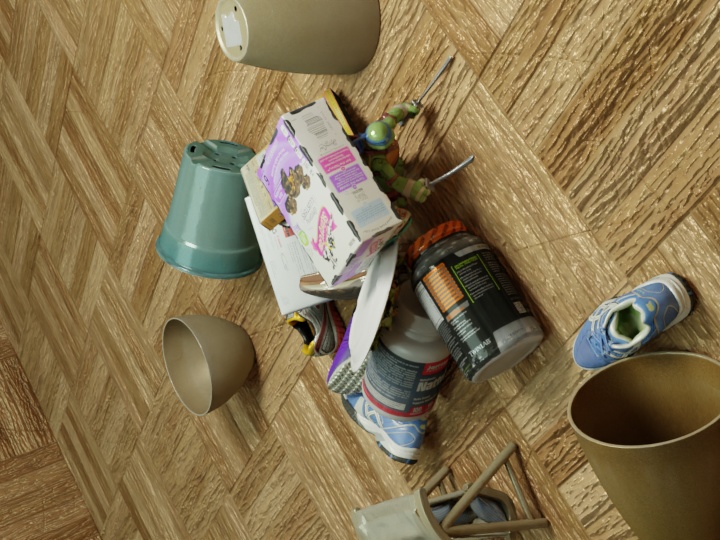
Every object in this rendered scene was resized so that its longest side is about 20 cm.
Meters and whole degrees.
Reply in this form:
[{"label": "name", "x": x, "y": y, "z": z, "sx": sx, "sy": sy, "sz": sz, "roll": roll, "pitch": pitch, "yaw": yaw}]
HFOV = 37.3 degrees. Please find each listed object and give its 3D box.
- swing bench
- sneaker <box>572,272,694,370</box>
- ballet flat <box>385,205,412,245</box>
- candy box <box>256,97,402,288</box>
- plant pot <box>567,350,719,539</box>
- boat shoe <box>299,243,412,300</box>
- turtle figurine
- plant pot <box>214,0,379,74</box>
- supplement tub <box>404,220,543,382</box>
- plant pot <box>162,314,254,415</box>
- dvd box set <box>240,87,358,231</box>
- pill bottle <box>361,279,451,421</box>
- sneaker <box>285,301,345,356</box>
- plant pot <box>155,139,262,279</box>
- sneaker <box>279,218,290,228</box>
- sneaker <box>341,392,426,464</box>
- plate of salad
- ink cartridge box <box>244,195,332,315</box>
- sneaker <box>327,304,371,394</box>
[{"label": "swing bench", "x": 0.125, "y": 0.361, "z": 1.561, "sx": 0.199, "sy": 0.199, "sz": 0.131, "roll": -34, "pitch": 77, "yaw": 56}, {"label": "sneaker", "x": 0.307, "y": 0.066, "z": 1.276, "sx": 0.076, "sy": 0.077, "sz": 0.200, "roll": 59, "pitch": 146, "yaw": 16}, {"label": "ballet flat", "x": 0.002, "y": -0.058, "z": 1.532, "sx": 0.064, "sy": 0.076, "sz": 0.200, "roll": 40, "pitch": 154, "yaw": -12}, {"label": "candy box", "x": -0.046, "y": -0.100, "z": 1.435, "sx": 0.201, "sy": 0.071, "sz": 0.168, "roll": 57, "pitch": 154, "yaw": 10}, {"label": "plant pot", "x": 0.351, "y": 0.226, "z": 1.217, "sx": 0.186, "sy": 0.186, "sz": 0.201, "roll": 11, "pitch": 126, "yaw": 53}, {"label": "boat shoe", "x": 0.000, "y": 0.000, "z": 1.647, "sx": 0.198, "sy": 0.076, "sz": 0.072, "roll": -8, "pitch": 74, "yaw": 17}, {"label": "turtle figurine", "x": 0.072, "y": -0.157, "z": 1.491, "sx": 0.144, "sy": 0.199, "sz": 0.194, "roll": 55, "pitch": 167, "yaw": 13}, {"label": "plant pot", "x": -0.105, "y": -0.366, "z": 1.566, "sx": 0.187, "sy": 0.199, "sz": 0.189, "roll": 29, "pitch": 128, "yaw": 46}, {"label": "supplement tub", "x": 0.149, "y": 0.040, "z": 1.452, "sx": 0.201, "sy": 0.122, "sz": 0.123, "roll": 60, "pitch": 144, "yaw": 19}, {"label": "plant pot", "x": -0.291, "y": 0.174, "z": 2.138, "sx": 0.200, "sy": 0.134, "sz": 0.202, "roll": 27, "pitch": 125, "yaw": 47}, {"label": "dvd box set", "x": -0.093, "y": -0.173, "z": 1.649, "sx": 0.200, "sy": 0.029, "sz": 0.147, "roll": -41, "pitch": 43, "yaw": 14}, {"label": "pill bottle", "x": 0.077, "y": 0.117, "z": 1.593, "sx": 0.120, "sy": 0.119, "sz": 0.201, "roll": 46, "pitch": 139, "yaw": 34}, {"label": "sneaker", "x": -0.093, "y": 0.053, "z": 1.844, "sx": 0.078, "sy": 0.082, "sz": 0.201, "roll": -33, "pitch": 76, "yaw": 55}, {"label": "plant pot", "x": -0.259, "y": -0.118, "z": 1.923, "sx": 0.200, "sy": 0.199, "sz": 0.198, "roll": 38, "pitch": 126, "yaw": 40}, {"label": "sneaker", "x": -0.038, "y": -0.119, "z": 1.640, "sx": 0.198, "sy": 0.070, "sz": 0.091, "roll": -9, "pitch": 91, "yaw": 18}, {"label": "sneaker", "x": 0.042, "y": 0.233, "z": 1.742, "sx": 0.200, "sy": 0.075, "sz": 0.078, "roll": 37, "pitch": 107, "yaw": 44}, {"label": "plate of salad", "x": 0.028, "y": 0.049, "z": 1.502, "sx": 0.200, "sy": 0.048, "sz": 0.202, "roll": -162, "pitch": 90, "yaw": -83}, {"label": "ink cartridge box", "x": -0.069, "y": -0.050, "z": 1.732, "sx": 0.174, "sy": 0.084, "sz": 0.202, "roll": -17, "pitch": 90, "yaw": 12}, {"label": "sneaker", "x": 0.005, "y": 0.110, "z": 1.726, "sx": 0.201, "sy": 0.069, "sz": 0.100, "roll": -58, "pitch": 26, "yaw": 30}]
